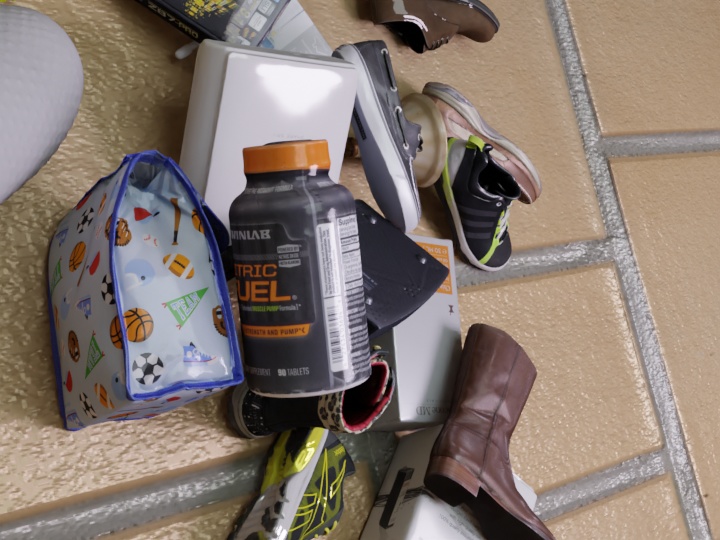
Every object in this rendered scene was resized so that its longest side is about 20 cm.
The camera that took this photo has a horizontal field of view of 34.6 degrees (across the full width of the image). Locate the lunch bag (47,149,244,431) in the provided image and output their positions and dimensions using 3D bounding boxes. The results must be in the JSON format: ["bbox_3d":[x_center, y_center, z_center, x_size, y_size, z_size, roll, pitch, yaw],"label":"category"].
[{"bbox_3d":[-0.188,0.018,0.968,0.123,0.170,0.202,-6,77,-36],"label":"lunch bag"}]

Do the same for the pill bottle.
[{"bbox_3d":[-0.051,-0.005,0.944,0.106,0.106,0.202,-11,98,-42],"label":"pill bottle"}]

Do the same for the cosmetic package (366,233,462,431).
[{"bbox_3d":[0.049,0.066,1.220,0.101,0.071,0.202,7,72,-39],"label":"cosmetic package"}]

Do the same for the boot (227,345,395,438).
[{"bbox_3d":[-0.017,0.085,1.098,0.204,0.153,0.074,-48,119,-37],"label":"boot"}]

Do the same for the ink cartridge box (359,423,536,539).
[{"bbox_3d":[0.082,0.279,1.170,0.144,0.084,0.201,41,54,-22],"label":"ink cartridge box"}]

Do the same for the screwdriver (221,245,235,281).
[{"bbox_3d":[-0.091,-0.029,1.046,0.029,0.200,0.028,-24,84,-41],"label":"screwdriver"}]

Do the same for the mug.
[{"bbox_3d":[-0.332,-0.148,0.934,0.199,0.148,0.176,30,44,6],"label":"mug"}]

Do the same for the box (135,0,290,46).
[{"bbox_3d":[-0.128,-0.323,1.139,0.161,0.049,0.201,34,78,-7],"label":"box"}]

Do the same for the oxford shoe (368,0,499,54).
[{"bbox_3d":[0.085,-0.295,1.381,0.199,0.072,0.085,7,88,-37],"label":"oxford shoe"}]

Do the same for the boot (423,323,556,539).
[{"bbox_3d":[0.157,0.171,1.180,0.186,0.064,0.201,42,47,-23],"label":"boot"}]

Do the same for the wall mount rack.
[{"bbox_3d":[-0.091,-0.224,1.201,0.173,0.075,0.200,-39,103,-8],"label":"wall mount rack"}]

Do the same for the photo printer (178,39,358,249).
[{"bbox_3d":[-0.093,-0.111,1.110,0.166,0.069,0.202,1,109,-39],"label":"photo printer"}]

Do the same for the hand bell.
[{"bbox_3d":[-0.016,-0.130,1.226,0.199,0.104,0.105,-10,82,-33],"label":"hand bell"}]

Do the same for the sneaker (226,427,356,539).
[{"bbox_3d":[-0.057,0.230,1.074,0.085,0.074,0.201,41,53,-23],"label":"sneaker"}]

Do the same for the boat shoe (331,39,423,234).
[{"bbox_3d":[0.032,-0.140,1.181,0.066,0.070,0.201,-22,92,-18],"label":"boat shoe"}]

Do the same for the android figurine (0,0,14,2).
[{"bbox_3d":[-0.346,-0.321,1.033,0.181,0.041,0.202,16,66,-36],"label":"android figurine"}]

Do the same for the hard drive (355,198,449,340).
[{"bbox_3d":[0.000,0.000,1.093,0.135,0.042,0.200,39,25,8],"label":"hard drive"}]

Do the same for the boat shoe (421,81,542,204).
[{"bbox_3d":[0.132,-0.137,1.365,0.200,0.076,0.072,39,81,-21],"label":"boat shoe"}]

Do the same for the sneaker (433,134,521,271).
[{"bbox_3d":[0.145,-0.070,1.309,0.200,0.082,0.072,57,46,-40],"label":"sneaker"}]
